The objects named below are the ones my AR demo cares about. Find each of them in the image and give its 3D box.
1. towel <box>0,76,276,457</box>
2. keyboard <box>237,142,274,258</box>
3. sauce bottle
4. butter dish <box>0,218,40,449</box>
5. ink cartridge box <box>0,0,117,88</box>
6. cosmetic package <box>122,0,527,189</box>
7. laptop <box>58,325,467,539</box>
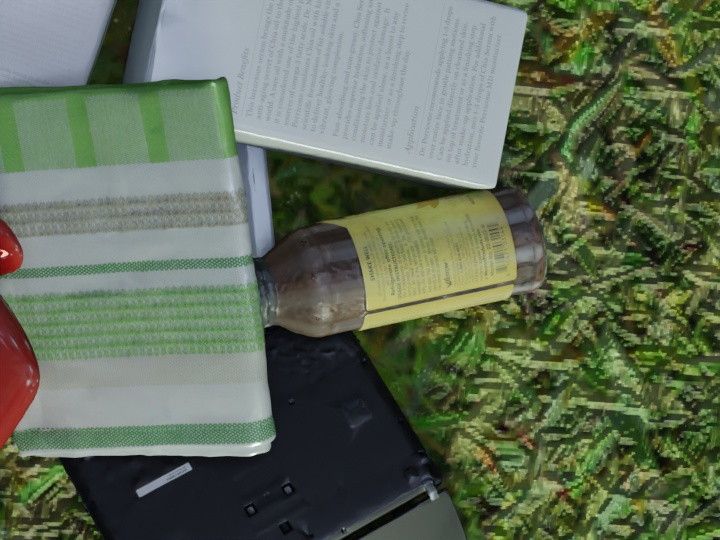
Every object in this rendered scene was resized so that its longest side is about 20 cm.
[{"bbox_3d":[-0.123,0.000,1.084,0.149,0.031,0.200,-2,106,13],"label":"towel"},{"bbox_3d":[-0.082,-0.083,1.153,0.056,0.011,0.200,-6,92,-8],"label":"keyboard"},{"bbox_3d":[0.000,0.000,1.138,0.200,0.065,0.065,-10,93,-17],"label":"sauce bottle"},{"bbox_3d":[-0.229,0.027,1.034,0.148,0.200,0.199,-45,100,-20],"label":"butter dish"},{"bbox_3d":[-0.220,-0.102,1.103,0.145,0.048,0.200,18,102,-12],"label":"ink cartridge box"},{"bbox_3d":[-0.020,-0.111,1.125,0.200,0.071,0.102,12,88,-18],"label":"cosmetic package"},{"bbox_3d":[-0.043,0.151,1.164,0.177,0.103,0.200,-28,71,-11],"label":"laptop"}]
